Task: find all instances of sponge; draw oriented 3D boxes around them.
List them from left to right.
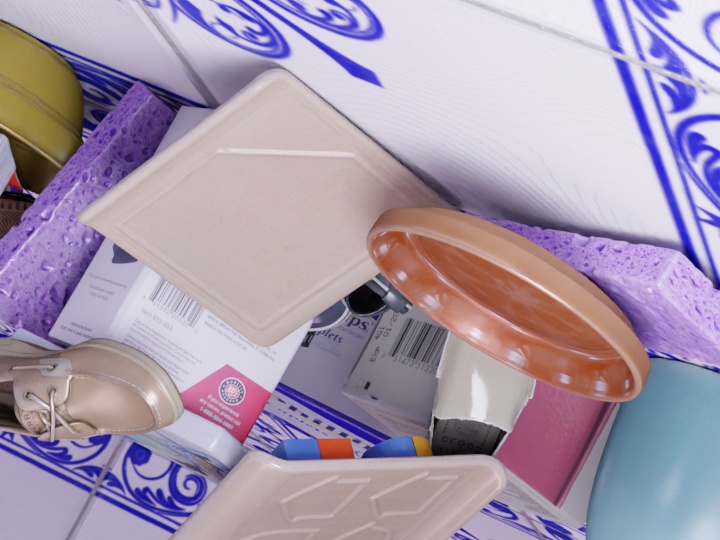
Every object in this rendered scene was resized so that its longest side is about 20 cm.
[{"bbox_3d":[-0.188,-0.033,1.713,0.112,0.200,0.030,41,180,-44],"label":"sponge"},{"bbox_3d":[0.158,0.012,1.505,0.112,0.030,0.200,37,166,-37],"label":"sponge"}]

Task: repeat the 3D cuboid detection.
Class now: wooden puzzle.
[{"bbox_3d":[-0.060,-0.042,1.568,0.185,0.037,0.200,-34,131,26],"label":"wooden puzzle"},{"bbox_3d":[-0.022,0.167,1.671,0.200,0.046,0.185,5,147,-27],"label":"wooden puzzle"}]

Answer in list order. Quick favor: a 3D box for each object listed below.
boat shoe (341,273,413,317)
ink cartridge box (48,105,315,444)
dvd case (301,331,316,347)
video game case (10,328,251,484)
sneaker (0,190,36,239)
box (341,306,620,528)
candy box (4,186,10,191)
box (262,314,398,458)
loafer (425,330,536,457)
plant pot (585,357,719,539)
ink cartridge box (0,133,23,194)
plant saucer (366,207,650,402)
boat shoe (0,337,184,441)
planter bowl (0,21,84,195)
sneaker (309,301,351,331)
[{"bbox_3d":[0.000,0.000,1.756,0.072,0.068,0.200,31,169,-20],"label":"boat shoe"},{"bbox_3d":[-0.106,0.002,1.677,0.145,0.200,0.084,36,168,-34],"label":"ink cartridge box"},{"bbox_3d":[-0.138,0.008,1.929,0.146,0.022,0.200,44,-160,26],"label":"dvd case"},{"bbox_3d":[-0.147,0.115,1.706,0.182,0.022,0.200,24,169,23],"label":"video game case"},{"bbox_3d":[-0.329,-0.045,1.858,0.200,0.070,0.108,16,-179,-9],"label":"sneaker"},{"bbox_3d":[0.104,0.107,1.861,0.128,0.109,0.200,16,163,44],"label":"box"},{"bbox_3d":[-0.352,-0.108,1.946,0.055,0.116,0.200,-9,159,10],"label":"candy box"},{"bbox_3d":[-0.001,0.103,2.093,0.184,0.105,0.200,26,167,6],"label":"box"},{"bbox_3d":[0.091,0.081,1.670,0.076,0.068,0.200,11,127,0],"label":"loafer"},{"bbox_3d":[0.258,0.183,1.713,0.200,0.161,0.201,27,169,6],"label":"plant pot"},{"bbox_3d":[-0.354,-0.108,1.746,0.200,0.044,0.174,28,167,2],"label":"ink cartridge box"},{"bbox_3d":[0.097,0.018,1.483,0.200,0.032,0.200,30,166,8],"label":"plant saucer"},{"bbox_3d":[-0.206,0.091,1.590,0.200,0.065,0.071,1,123,40],"label":"boat shoe"},{"bbox_3d":[-0.273,-0.134,1.757,0.200,0.084,0.200,27,169,6],"label":"planter bowl"},{"bbox_3d":[-0.101,-0.008,1.879,0.200,0.079,0.079,27,-170,10],"label":"sneaker"}]
